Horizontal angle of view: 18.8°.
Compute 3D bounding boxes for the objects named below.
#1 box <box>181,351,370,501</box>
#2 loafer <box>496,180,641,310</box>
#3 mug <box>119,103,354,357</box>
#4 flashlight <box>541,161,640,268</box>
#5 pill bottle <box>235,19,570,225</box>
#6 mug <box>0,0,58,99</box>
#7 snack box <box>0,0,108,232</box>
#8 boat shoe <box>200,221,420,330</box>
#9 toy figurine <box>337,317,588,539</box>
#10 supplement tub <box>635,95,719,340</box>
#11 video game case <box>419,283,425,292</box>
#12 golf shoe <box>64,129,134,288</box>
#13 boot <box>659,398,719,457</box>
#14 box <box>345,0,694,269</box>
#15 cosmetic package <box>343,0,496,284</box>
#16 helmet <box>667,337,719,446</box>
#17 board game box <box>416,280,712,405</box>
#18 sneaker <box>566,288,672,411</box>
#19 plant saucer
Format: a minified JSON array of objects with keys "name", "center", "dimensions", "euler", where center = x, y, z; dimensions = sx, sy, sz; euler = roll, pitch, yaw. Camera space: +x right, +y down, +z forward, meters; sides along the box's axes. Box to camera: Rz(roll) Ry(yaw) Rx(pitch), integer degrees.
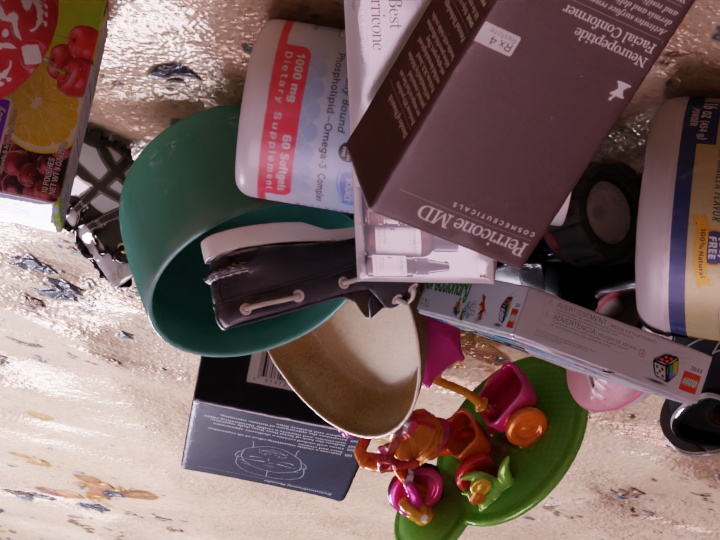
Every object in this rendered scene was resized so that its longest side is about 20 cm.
[{"name":"box","center":[-0.064,0.103,1.805],"dimensions":[0.147,0.108,0.200],"euler":[11,157,-4]},{"name":"loafer","center":[0.138,-0.003,1.479],"dimensions":[0.200,0.071,0.068],"euler":[-19,144,40]},{"name":"mug","center":[-0.067,-0.040,1.430],"dimensions":[0.183,0.115,0.153],"euler":[-17,143,-9]},{"name":"flashlight","center":[0.104,-0.025,1.421],"dimensions":[0.199,0.068,0.068],"euler":[-14,113,55]},{"name":"pill bottle","center":[0.030,-0.083,1.302],"dimensions":[0.198,0.110,0.109],"euler":[9,158,2]},{"name":"mug","center":[-0.267,-0.193,1.198],"dimensions":[0.133,0.178,0.200],"euler":[-34,150,9]},{"name":"snack box","center":[-0.263,-0.114,1.314],"dimensions":[0.198,0.143,0.053],"euler":[12,159,-2]},{"name":"boat shoe","center":[0.000,0.000,1.347],"dimensions":[0.198,0.061,0.074],"euler":[-5,171,-23]},{"name":"toy figurine","center":[0.043,0.103,1.659],"dimensions":[0.200,0.150,0.184],"euler":[-43,124,12]},{"name":"supplement tub","center":[0.269,-0.025,1.286],"dimensions":[0.198,0.146,0.145],"euler":[5,158,13]},{"name":"video game case","center":[0.067,-0.008,1.593],"dimensions":[0.199,0.018,0.143],"euler":[19,157,-21]},{"name":"golf shoe","center":[-0.180,-0.040,1.525],"dimensions":[0.198,0.095,0.078],"euler":[17,159,-11]},{"name":"boot","center":[0.316,0.107,1.623],"dimensions":[0.181,0.073,0.200],"euler":[-29,155,1]},{"name":"box","center":[0.085,-0.110,1.118],"dimensions":[0.099,0.075,0.201],"euler":[19,118,-23]},{"name":"cosmetic package","center":[0.035,-0.090,1.205],"dimensions":[0.082,0.051,0.202],"euler":[0,119,6]},{"name":"helmet","center":[0.302,0.062,1.423],"dimensions":[0.191,0.200,0.200],"euler":[46,178,32]},{"name":"board game box","center":[0.123,0.039,1.369],"dimensions":[0.125,0.035,0.200],"euler":[21,178,-16]},{"name":"sneaker","center":[0.183,0.049,1.566],"dimensions":[0.104,0.076,0.200],"euler":[-4,160,-32]},{"name":"plant saucer","center":[-0.013,0.020,1.541],"dimensions":[0.035,0.202,0.200],"euler":[-26,180,-34]}]
